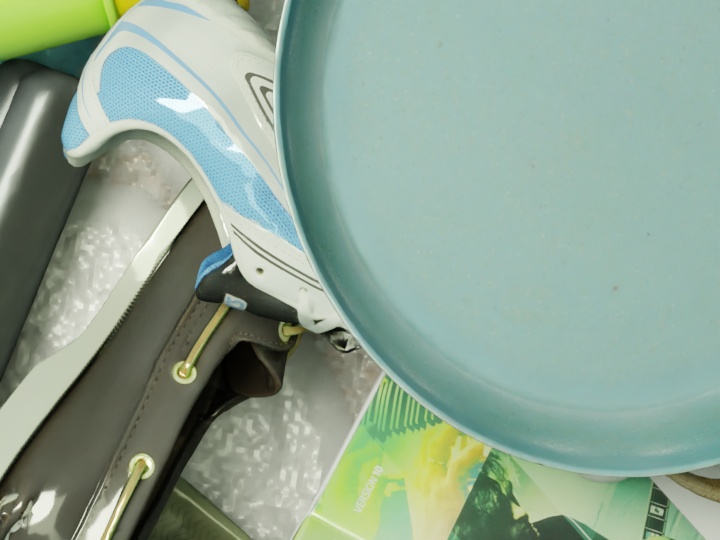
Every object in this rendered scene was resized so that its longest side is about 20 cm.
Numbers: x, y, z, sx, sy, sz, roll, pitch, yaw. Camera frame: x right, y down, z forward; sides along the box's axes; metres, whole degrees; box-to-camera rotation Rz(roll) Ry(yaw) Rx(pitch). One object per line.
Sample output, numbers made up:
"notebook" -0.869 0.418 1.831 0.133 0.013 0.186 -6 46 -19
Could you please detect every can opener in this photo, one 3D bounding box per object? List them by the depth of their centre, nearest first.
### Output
"can opener" -0.127 0.031 0.792 0.066 0.053 0.201 17 92 -32

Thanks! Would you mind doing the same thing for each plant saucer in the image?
"plant saucer" 0.071 -0.044 0.666 0.199 0.027 0.201 0 89 -13

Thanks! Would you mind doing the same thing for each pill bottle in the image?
"pill bottle" 0.080 -0.113 0.740 0.109 0.109 0.200 41 79 2

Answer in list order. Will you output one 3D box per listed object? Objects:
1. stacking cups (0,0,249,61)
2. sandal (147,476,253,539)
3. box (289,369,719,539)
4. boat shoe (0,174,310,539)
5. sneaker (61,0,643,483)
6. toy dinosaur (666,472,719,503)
"stacking cups" -0.136 -0.080 0.729 0.199 0.061 0.061 -16 89 0
"sandal" -0.051 0.116 0.764 0.201 0.057 0.080 33 85 -6
"box" 0.095 0.073 0.744 0.199 0.036 0.145 27 54 3
"boat shoe" -0.052 0.023 0.748 0.060 0.072 0.201 33 65 6
"sneaker" 0.000 0.000 0.704 0.200 0.072 0.073 39 89 -3
"toy dinosaur" 0.174 0.058 0.735 0.200 0.058 0.101 -25 55 -33
